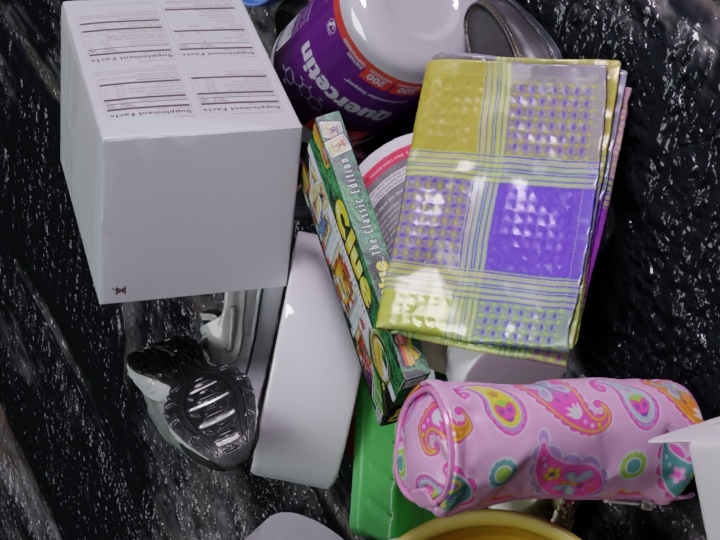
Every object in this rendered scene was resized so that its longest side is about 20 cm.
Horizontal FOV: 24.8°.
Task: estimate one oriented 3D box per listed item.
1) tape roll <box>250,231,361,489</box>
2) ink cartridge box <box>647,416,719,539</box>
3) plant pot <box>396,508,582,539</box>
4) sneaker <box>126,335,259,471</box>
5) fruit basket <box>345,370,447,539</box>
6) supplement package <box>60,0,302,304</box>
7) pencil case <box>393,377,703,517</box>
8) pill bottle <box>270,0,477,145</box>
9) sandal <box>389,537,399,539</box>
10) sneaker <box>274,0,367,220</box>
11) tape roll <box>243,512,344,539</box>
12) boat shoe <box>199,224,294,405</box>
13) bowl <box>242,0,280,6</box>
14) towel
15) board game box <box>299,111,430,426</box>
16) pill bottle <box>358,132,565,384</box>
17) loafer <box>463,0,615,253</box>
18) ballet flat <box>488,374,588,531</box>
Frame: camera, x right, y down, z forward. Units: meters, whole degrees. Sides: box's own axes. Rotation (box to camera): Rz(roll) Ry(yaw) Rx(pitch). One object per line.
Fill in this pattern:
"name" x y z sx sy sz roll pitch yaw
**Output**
"tape roll" -0.038 0.073 1.342 0.202 0.070 0.204 -169 90 -86
"ink cartridge box" 0.258 0.109 0.863 0.200 0.116 0.068 -8 94 62
"plant pot" 0.097 0.268 1.110 0.189 0.199 0.202 47 -157 -74
"sneaker" -0.126 0.117 1.316 0.200 0.074 0.080 36 145 62
"fruit basket" 0.032 0.137 1.339 0.200 0.093 0.187 -131 43 -74
"supplement package" -0.147 -0.099 1.281 0.200 0.149 0.153 -115 26 -48
"pencil case" 0.122 0.110 1.029 0.087 0.199 0.088 2 90 64
"pill bottle" 0.001 -0.165 1.249 0.200 0.112 0.113 -34 69 60
"sandal" 0.090 0.276 1.248 0.082 0.050 0.203 -43 88 17
"sneaker" -0.053 -0.133 1.379 0.079 0.095 0.202 -26 75 62
"tape roll" -0.025 0.278 1.209 0.066 0.200 0.201 -42 54 14
"boat shoe" -0.105 0.049 1.383 0.072 0.065 0.202 -96 18 -79
"bowl" -0.083 -0.324 1.376 0.200 0.039 0.202 29 124 54
"towel" 0.091 -0.047 1.072 0.143 0.023 0.202 9 81 22
"board game box" 0.000 0.000 1.157 0.105 0.023 0.201 115 140 -64
"pill bottle" 0.070 0.003 1.159 0.201 0.110 0.111 -117 32 -41
"loafer" 0.106 -0.100 1.120 0.073 0.072 0.201 -52 53 55
"ballet flat" 0.125 0.153 1.175 0.076 0.064 0.201 51 141 37
